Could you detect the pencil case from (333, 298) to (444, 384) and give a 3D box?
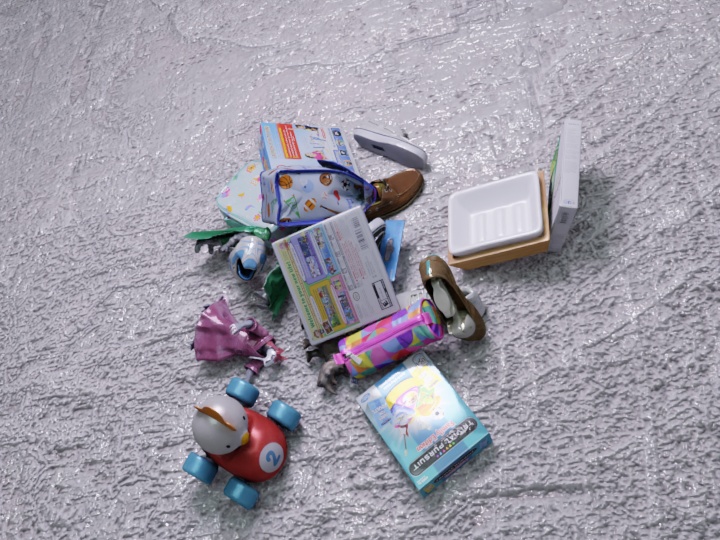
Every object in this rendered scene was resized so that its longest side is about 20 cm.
[{"bbox_3d":[0.052,0.125,1.285,0.198,0.088,0.090,-30,51,21],"label":"pencil case"}]

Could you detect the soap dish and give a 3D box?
[{"bbox_3d":[0.262,-0.090,1.361,0.196,0.081,0.160,-14,53,27],"label":"soap dish"}]

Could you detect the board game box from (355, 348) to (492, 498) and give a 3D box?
[{"bbox_3d":[0.106,0.256,1.234,0.150,0.047,0.201,-36,54,-6],"label":"board game box"}]

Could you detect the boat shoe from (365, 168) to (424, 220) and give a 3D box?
[{"bbox_3d":[0.049,-0.155,1.503,0.199,0.068,0.072,-37,54,-7],"label":"boat shoe"}]

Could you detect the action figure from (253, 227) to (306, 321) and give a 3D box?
[{"bbox_3d":[-0.150,-0.011,1.459,0.054,0.119,0.202,20,56,13],"label":"action figure"}]

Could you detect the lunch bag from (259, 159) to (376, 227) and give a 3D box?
[{"bbox_3d":[-0.084,-0.149,1.381,0.195,0.127,0.170,-3,9,-17],"label":"lunch bag"}]

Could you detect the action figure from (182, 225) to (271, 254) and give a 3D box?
[{"bbox_3d":[-0.261,-0.065,1.500,0.197,0.117,0.056,-8,86,36],"label":"action figure"}]

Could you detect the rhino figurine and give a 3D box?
[{"bbox_3d":[-0.065,0.140,1.359,0.085,0.060,0.203,-13,58,-1],"label":"rhino figurine"}]

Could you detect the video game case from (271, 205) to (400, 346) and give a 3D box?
[{"bbox_3d":[-0.044,0.010,1.304,0.179,0.022,0.204,-22,94,8],"label":"video game case"}]

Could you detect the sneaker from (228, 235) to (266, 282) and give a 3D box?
[{"bbox_3d":[-0.232,-0.008,1.439,0.070,0.200,0.074,18,70,-10],"label":"sneaker"}]

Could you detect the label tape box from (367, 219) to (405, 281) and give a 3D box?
[{"bbox_3d":[-0.008,-0.027,1.443,0.195,0.064,0.147,2,60,18],"label":"label tape box"}]

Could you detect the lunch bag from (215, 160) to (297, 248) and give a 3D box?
[{"bbox_3d":[-0.214,-0.145,1.581,0.198,0.077,0.162,27,71,30],"label":"lunch bag"}]

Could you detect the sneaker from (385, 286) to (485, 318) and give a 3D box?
[{"bbox_3d":[0.129,0.055,1.336,0.196,0.081,0.072,-5,58,17],"label":"sneaker"}]

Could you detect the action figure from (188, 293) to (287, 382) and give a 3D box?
[{"bbox_3d":[-0.229,0.145,1.411,0.196,0.137,0.149,14,20,12],"label":"action figure"}]

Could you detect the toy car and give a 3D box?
[{"bbox_3d":[-0.216,0.277,1.221,0.174,0.201,0.187,25,70,14],"label":"toy car"}]

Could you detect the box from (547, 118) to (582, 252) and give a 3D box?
[{"bbox_3d":[0.379,-0.158,1.345,0.035,0.145,0.204,10,60,7],"label":"box"}]

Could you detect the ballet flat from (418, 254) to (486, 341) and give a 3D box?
[{"bbox_3d":[0.159,0.065,1.244,0.067,0.202,0.073,-20,29,21],"label":"ballet flat"}]

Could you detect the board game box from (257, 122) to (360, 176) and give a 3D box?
[{"bbox_3d":[-0.112,-0.234,1.548,0.191,0.057,0.202,0,45,-19],"label":"board game box"}]

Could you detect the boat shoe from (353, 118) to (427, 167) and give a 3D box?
[{"bbox_3d":[0.074,-0.285,1.581,0.198,0.072,0.066,25,73,39],"label":"boat shoe"}]

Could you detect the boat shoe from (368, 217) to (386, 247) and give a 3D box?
[{"bbox_3d":[-0.001,0.000,1.342,0.068,0.074,0.201,34,86,19],"label":"boat shoe"}]
